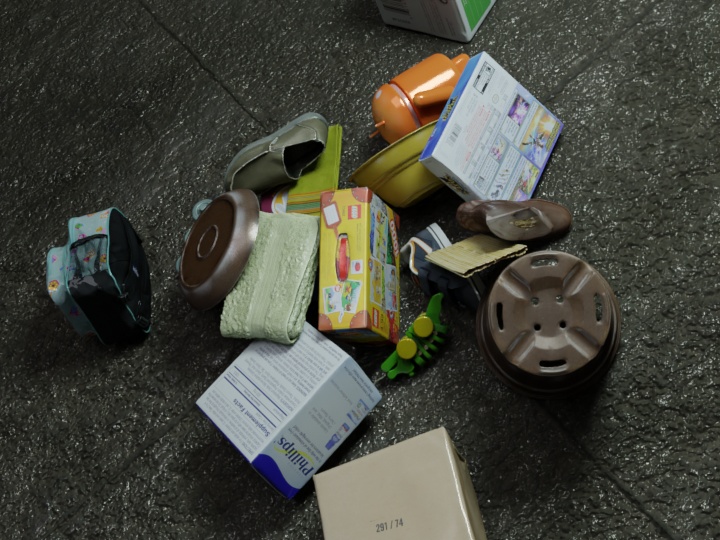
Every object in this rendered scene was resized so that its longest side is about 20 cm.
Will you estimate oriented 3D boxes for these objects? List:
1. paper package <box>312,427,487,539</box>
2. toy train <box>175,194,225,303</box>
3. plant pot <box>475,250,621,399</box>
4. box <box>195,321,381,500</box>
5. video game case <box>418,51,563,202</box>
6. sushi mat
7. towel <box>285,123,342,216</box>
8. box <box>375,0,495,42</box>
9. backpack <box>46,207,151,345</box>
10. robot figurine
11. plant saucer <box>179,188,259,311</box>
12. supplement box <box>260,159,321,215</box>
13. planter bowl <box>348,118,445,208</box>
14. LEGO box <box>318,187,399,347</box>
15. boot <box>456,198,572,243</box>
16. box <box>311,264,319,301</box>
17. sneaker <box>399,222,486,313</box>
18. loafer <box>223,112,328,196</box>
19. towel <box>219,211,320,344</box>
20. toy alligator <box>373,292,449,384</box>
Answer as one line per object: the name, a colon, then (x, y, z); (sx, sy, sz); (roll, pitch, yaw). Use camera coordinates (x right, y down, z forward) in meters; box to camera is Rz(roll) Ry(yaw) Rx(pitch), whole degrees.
paper package: (0.053, 0.331, 1.385); (0.197, 0.104, 0.193); (-22, 52, 11)
toy train: (-0.232, -0.036, 1.782); (0.112, 0.086, 0.203); (4, 59, 13)
plant pot: (0.242, 0.063, 1.371); (0.196, 0.198, 0.204); (-1, 83, 9)
box: (-0.104, 0.186, 1.532); (0.200, 0.105, 0.183); (-46, 38, -10)
video game case: (0.200, -0.194, 1.624); (0.045, 0.180, 0.202); (-14, 44, 59)
sushi mat: (0.154, -0.022, 1.463); (0.094, 0.012, 0.200); (-20, 10, -8)
towel: (-0.076, -0.147, 1.709); (0.085, 0.018, 0.203); (-8, 55, 17)
box: (0.128, -0.543, 1.872); (0.198, 0.200, 0.173); (21, 68, 32)
backpack: (-0.430, 0.003, 1.783); (0.151, 0.177, 0.202); (-13, 50, 11)
robot figurine: (0.102, -0.276, 1.750); (0.198, 0.118, 0.144); (-32, 42, -8)
plant saucer: (-0.224, -0.038, 1.642); (0.199, 0.032, 0.203); (-36, 41, 38)
supplement box: (-0.101, -0.117, 1.766); (0.109, 0.086, 0.203); (-17, 53, 14)
planter bowl: (0.085, -0.155, 1.679); (0.198, 0.200, 0.084); (-30, 86, 4)
LEGO box: (0.000, 0.000, 1.567); (0.076, 0.149, 0.204); (-5, 75, 20)
boot: (0.239, -0.068, 1.489); (0.183, 0.200, 0.066); (-1, 93, -10)
box: (-0.108, -0.008, 1.671); (0.196, 0.123, 0.048); (-6, 33, 21)
sneaker: (0.125, 0.013, 1.582); (0.079, 0.079, 0.201); (-30, 39, -4)
loafer: (-0.134, -0.173, 1.702); (0.199, 0.075, 0.070); (-36, 39, 12)
towel: (-0.130, 0.007, 1.573); (0.146, 0.036, 0.203); (2, 68, 32)
toy alligator: (0.073, 0.124, 1.549); (0.054, 0.059, 0.201); (37, 96, 5)
